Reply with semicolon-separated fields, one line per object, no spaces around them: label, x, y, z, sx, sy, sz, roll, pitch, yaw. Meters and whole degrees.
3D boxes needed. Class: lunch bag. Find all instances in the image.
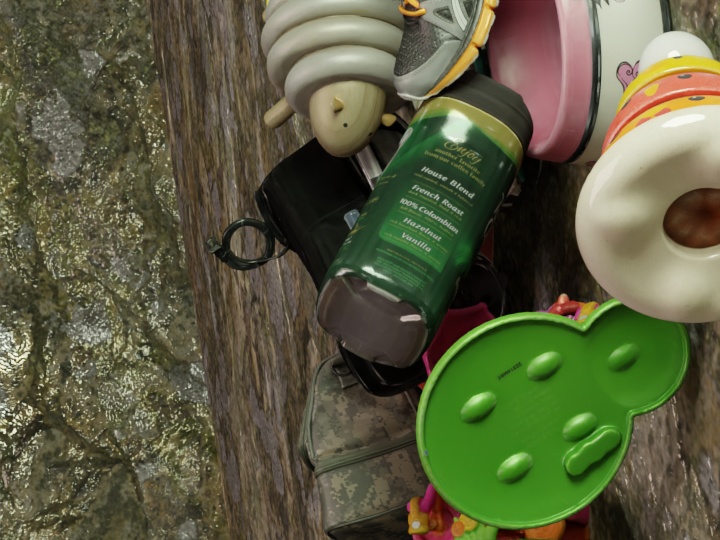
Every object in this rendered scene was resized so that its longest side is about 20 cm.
lunch bag;0.024;0.170;1.779;0.200;0.138;0.169;47;-152;-68

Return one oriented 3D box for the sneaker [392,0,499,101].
sneaker;0.058;-0.215;1.288;0.078;0.077;0.202;27;98;63

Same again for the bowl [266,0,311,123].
bowl;0.006;-0.233;1.751;0.200;0.093;0.203;11;-103;-58

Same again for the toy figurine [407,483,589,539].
toy figurine;0.110;0.142;1.482;0.150;0.198;0.186;30;-124;-57

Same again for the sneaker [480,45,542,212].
sneaker;0.112;-0.143;1.519;0.079;0.073;0.202;-57;-38;-61

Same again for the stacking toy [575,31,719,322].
stacking toy;0.194;-0.079;1.126;0.201;0.144;0.147;-91;3;-53

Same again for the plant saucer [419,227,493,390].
plant saucer;0.049;0.015;1.644;0.199;0.036;0.202;38;136;53

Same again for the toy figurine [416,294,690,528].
toy figurine;0.118;0.065;1.336;0.151;0.199;0.184;57;-179;-17

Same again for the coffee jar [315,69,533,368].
coffee jar;0.048;-0.039;1.293;0.201;0.085;0.104;-62;-3;-29

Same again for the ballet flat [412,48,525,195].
ballet flat;0.074;-0.119;1.417;0.201;0.071;0.072;65;-177;-47

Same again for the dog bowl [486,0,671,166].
dog bowl;0.147;-0.166;1.324;0.200;0.073;0.202;173;90;-77

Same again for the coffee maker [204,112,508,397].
coffee maker;0.000;0.000;1.495;0.192;0.134;0.201;-44;40;16

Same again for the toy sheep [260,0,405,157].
toy sheep;-0.016;-0.181;1.435;0.138;0.136;0.202;117;149;-67
